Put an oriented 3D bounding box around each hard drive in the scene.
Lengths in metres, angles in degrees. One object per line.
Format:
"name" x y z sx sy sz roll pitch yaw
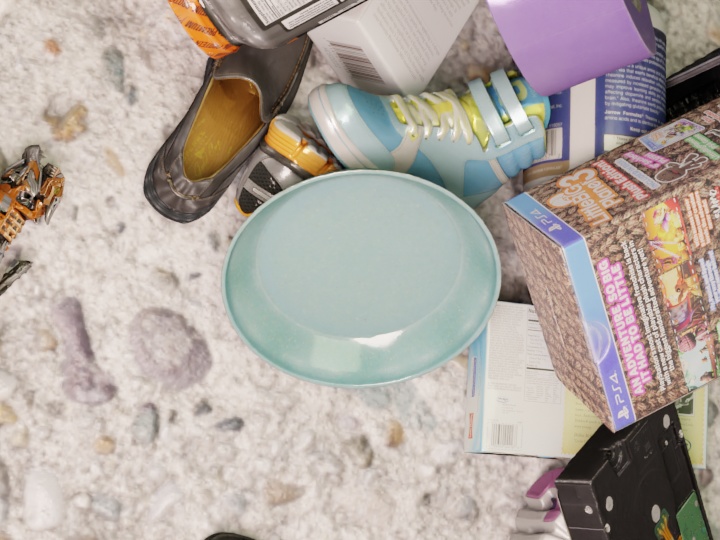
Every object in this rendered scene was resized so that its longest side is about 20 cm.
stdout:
"hard drive" 0.213 0.207 1.185 0.140 0.038 0.201 -39 116 -45

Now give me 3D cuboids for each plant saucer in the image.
"plant saucer" 0.000 0.000 1.132 0.199 0.201 0.036 18 36 -18

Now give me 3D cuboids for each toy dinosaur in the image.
"toy dinosaur" -0.290 -0.025 1.054 0.136 0.102 0.200 59 45 -22

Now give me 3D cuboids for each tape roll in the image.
"tape roll" 0.133 -0.229 1.104 0.085 0.200 0.201 -19 89 17

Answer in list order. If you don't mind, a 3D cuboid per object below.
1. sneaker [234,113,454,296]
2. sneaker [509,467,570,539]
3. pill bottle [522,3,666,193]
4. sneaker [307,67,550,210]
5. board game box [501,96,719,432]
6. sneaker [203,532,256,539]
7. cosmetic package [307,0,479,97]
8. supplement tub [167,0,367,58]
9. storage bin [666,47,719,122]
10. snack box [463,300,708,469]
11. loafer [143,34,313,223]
"sneaker" -0.007 -0.032 1.176 0.200 0.078 0.077 37 103 -21
"sneaker" 0.136 0.249 1.185 0.088 0.080 0.201 42 69 -19
"pill bottle" 0.183 -0.147 1.238 0.110 0.111 0.201 5 81 -20
"sneaker" 0.059 -0.112 1.138 0.200 0.130 0.080 23 38 -53
"board game box" 0.227 -0.009 1.150 0.199 0.097 0.160 -25 118 -10
"sneaker" -0.029 0.257 1.102 0.200 0.104 0.060 48 70 -9
"cosmetic package" 0.042 -0.236 1.197 0.201 0.071 0.102 -58 139 -18
"supplement tub" -0.036 -0.232 1.088 0.199 0.123 0.123 -25 92 14
"storage bin" 0.319 -0.115 1.237 0.093 0.200 0.136 -30 93 -21
"snack box" 0.180 0.091 1.242 0.199 0.037 0.117 7 81 -20
"loafer" -0.084 -0.125 1.153 0.073 0.072 0.201 30 72 -13
